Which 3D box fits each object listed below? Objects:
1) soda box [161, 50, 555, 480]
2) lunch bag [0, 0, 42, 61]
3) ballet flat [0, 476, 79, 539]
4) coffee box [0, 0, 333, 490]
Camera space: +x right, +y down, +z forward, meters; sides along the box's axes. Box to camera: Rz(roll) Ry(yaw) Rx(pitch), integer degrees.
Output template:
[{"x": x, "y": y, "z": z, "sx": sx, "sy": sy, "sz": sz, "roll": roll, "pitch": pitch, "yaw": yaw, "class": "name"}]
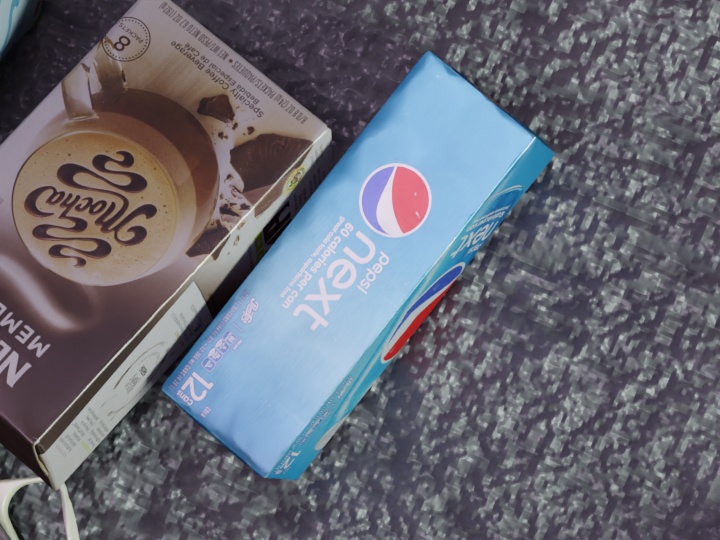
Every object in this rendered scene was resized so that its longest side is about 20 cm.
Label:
[{"x": 0.000, "y": 0.000, "z": 1.362, "sx": 0.068, "sy": 0.064, "sz": 0.200, "roll": 39, "pitch": 95, "yaw": 13, "class": "soda box"}, {"x": -0.204, "y": -0.172, "z": 1.330, "sx": 0.127, "sy": 0.170, "sz": 0.201, "roll": 13, "pitch": 123, "yaw": 7, "class": "lunch bag"}, {"x": -0.179, "y": 0.100, "z": 1.399, "sx": 0.068, "sy": 0.068, "sz": 0.201, "roll": -28, "pitch": 87, "yaw": -1, "class": "ballet flat"}, {"x": -0.118, "y": -0.014, "z": 1.354, "sx": 0.113, "sy": 0.080, "sz": 0.200, "roll": 38, "pitch": 76, "yaw": 13, "class": "coffee box"}]
